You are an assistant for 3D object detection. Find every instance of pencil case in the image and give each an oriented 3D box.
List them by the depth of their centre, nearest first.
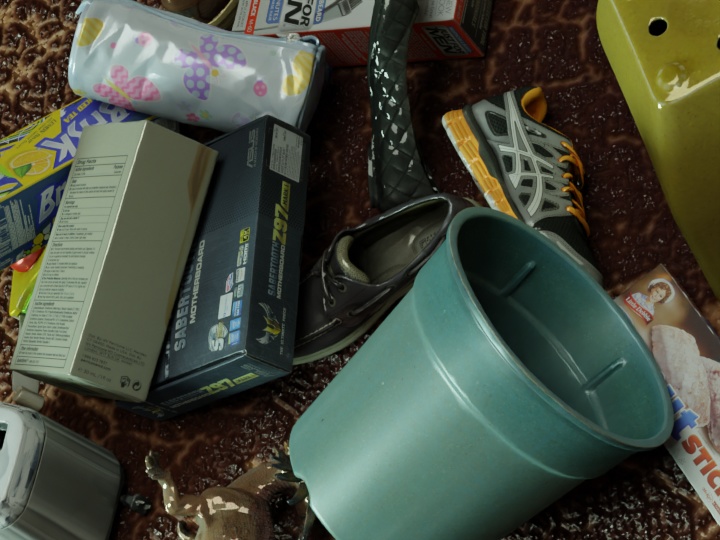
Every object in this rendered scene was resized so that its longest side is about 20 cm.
[{"bbox_3d":[-0.126,-0.156,1.835,0.200,0.091,0.083,13,45,6],"label":"pencil case"}]

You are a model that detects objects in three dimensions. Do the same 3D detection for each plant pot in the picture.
[{"bbox_3d":[0.068,0.096,1.575,0.196,0.200,0.200,-44,51,23],"label":"plant pot"},{"bbox_3d":[0.265,-0.132,1.577,0.195,0.200,0.194,-27,55,14],"label":"plant pot"}]

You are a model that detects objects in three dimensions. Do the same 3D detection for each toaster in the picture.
[{"bbox_3d":[-0.272,0.163,1.777,0.200,0.129,0.114,2,68,30],"label":"toaster"}]

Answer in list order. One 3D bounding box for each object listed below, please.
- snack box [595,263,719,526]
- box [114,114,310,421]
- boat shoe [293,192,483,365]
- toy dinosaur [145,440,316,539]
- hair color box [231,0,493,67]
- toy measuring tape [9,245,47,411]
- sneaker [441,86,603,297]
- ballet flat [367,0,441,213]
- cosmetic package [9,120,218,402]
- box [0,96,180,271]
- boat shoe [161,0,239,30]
[{"bbox_3d":[0.228,0.089,1.594,0.072,0.024,0.200,-39,53,9],"label":"snack box"},{"bbox_3d":[-0.112,0.000,1.789,0.158,0.051,0.200,-22,54,44],"label":"box"},{"bbox_3d":[0.000,0.000,1.744,0.200,0.065,0.072,-29,57,15],"label":"boat shoe"},{"bbox_3d":[-0.084,0.201,1.683,0.135,0.086,0.200,1,72,23],"label":"toy dinosaur"},{"bbox_3d":[0.005,-0.223,1.856,0.200,0.064,0.111,-1,65,28],"label":"hair color box"},{"bbox_3d":[-0.241,0.018,1.853,0.073,0.074,0.200,-23,41,18],"label":"toy measuring tape"},{"bbox_3d":[0.129,-0.059,1.697,0.077,0.078,0.200,-30,56,2],"label":"sneaker"},{"bbox_3d":[0.034,-0.139,1.766,0.057,0.066,0.200,0,99,3],"label":"ballet flat"},{"bbox_3d":[-0.185,-0.007,1.780,0.105,0.071,0.200,3,73,56],"label":"cosmetic package"},{"bbox_3d":[-0.236,-0.076,1.858,0.200,0.064,0.070,-31,46,-32],"label":"box"},{"bbox_3d":[-0.098,-0.286,1.944,0.072,0.068,0.200,25,80,36],"label":"boat shoe"}]
